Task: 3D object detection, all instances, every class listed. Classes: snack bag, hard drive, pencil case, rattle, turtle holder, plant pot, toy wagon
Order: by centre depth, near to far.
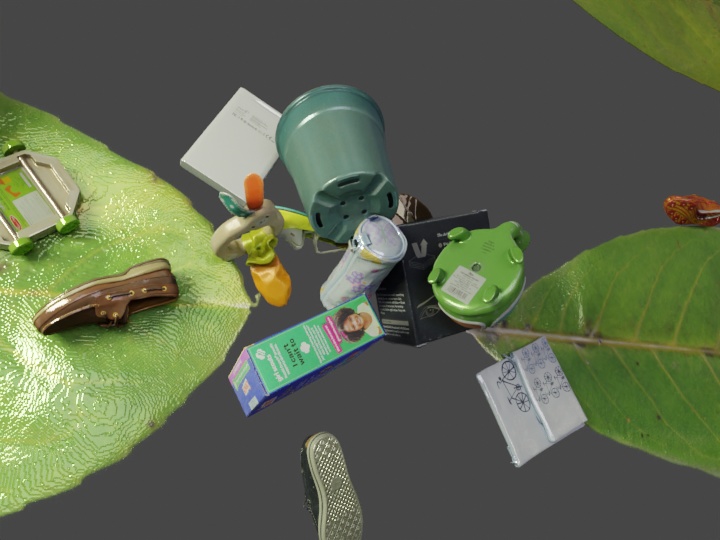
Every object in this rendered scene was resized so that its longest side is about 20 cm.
[{"bbox_3d":[-0.520,-0.095,0.783,0.199,0.040,0.156,-36,86,-30],"label":"toy wagon"},{"bbox_3d":[-0.155,-0.036,0.824,0.129,0.200,0.144,-5,72,-25],"label":"rattle"},{"bbox_3d":[0.191,0.005,0.851,0.139,0.132,0.187,0,58,22],"label":"turtle holder"},{"bbox_3d":[0.000,0.000,0.879,0.090,0.200,0.083,-27,72,-35],"label":"pencil case"},{"bbox_3d":[-0.031,-0.166,0.896,0.198,0.201,0.197,3,46,-22],"label":"plant pot"},{"bbox_3d":[-0.213,-0.225,0.975,0.131,0.027,0.201,32,60,-9],"label":"hard drive"},{"bbox_3d":[0.325,0.242,1.027,0.198,0.021,0.190,-17,78,-28],"label":"snack bag"}]

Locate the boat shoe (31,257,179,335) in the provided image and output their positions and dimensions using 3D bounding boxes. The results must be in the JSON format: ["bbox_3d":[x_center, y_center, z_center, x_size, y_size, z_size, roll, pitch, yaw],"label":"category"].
[{"bbox_3d":[-0.358,0.047,0.777,0.199,0.072,0.068,-25,79,-32],"label":"boat shoe"}]

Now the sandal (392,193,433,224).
[{"bbox_3d":[0.123,-0.069,1.047,0.199,0.054,0.081,34,72,-25],"label":"sandal"}]

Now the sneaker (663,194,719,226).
[{"bbox_3d":[0.854,-0.162,1.402,0.198,0.073,0.078,9,44,-24],"label":"sneaker"}]

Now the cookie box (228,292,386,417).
[{"bbox_3d":[-0.084,0.128,0.808,0.199,0.171,0.076,-24,78,-29],"label":"cookie box"}]

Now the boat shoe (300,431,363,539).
[{"bbox_3d":[-0.046,0.339,0.806,0.074,0.062,0.202,-13,91,-32],"label":"boat shoe"}]

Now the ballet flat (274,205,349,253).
[{"bbox_3d":[-0.087,-0.066,0.948,0.198,0.067,0.068,9,80,-21],"label":"ballet flat"}]

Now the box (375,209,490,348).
[{"bbox_3d":[0.131,0.010,0.951,0.195,0.117,0.203,-12,94,-27],"label":"box"}]
